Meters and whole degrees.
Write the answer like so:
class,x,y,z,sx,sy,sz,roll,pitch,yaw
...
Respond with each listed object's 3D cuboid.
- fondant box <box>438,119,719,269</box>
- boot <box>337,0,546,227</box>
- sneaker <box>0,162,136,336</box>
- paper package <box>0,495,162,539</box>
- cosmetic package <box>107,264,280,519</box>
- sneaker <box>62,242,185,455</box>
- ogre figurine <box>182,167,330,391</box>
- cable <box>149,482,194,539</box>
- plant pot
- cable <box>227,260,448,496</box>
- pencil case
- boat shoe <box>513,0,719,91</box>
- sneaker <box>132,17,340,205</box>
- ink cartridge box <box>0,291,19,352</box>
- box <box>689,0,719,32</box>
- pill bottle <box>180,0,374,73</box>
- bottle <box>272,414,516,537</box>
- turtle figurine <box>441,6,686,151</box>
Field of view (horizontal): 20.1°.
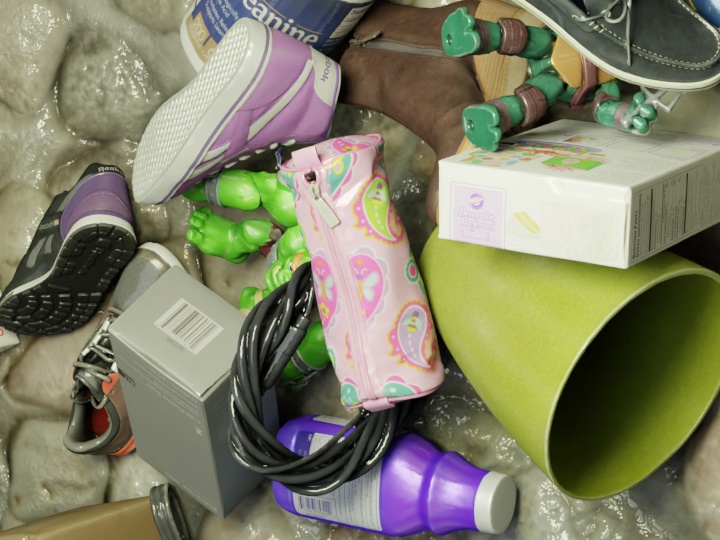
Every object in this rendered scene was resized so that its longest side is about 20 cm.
class,x,y,z,sx,sy,sz,roll,pitch,yaw
fondant box,0.162,-0.058,1.425,0.143,0.200,0.059,10,106,30
boot,0.048,-0.118,1.526,0.165,0.072,0.201,8,62,34
sneaker,-0.253,-0.018,1.772,0.200,0.075,0.088,-40,42,40
paper package,-0.231,0.298,1.712,0.103,0.200,0.192,-12,90,31
cosmetic package,-0.129,0.100,1.630,0.107,0.090,0.201,33,150,24
sneaker,-0.203,0.075,1.733,0.077,0.082,0.201,25,109,26
ogre figurine,-0.061,-0.007,1.628,0.119,0.098,0.201,-19,84,36
cable,-0.125,0.269,1.707,0.050,0.097,0.201,-10,94,16
plant pot,0.139,0.034,1.484,0.200,0.186,0.188,38,115,40
cable,-0.023,0.076,1.553,0.051,0.200,0.164,15,137,54
pencil case,0.000,0.000,1.488,0.087,0.087,0.201,-10,100,31
boat shoe,0.166,-0.187,1.377,0.199,0.075,0.062,32,154,0
sneaker,-0.090,-0.102,1.564,0.200,0.114,0.073,-41,44,40
ink cartridge box,-0.380,0.029,1.815,0.067,0.116,0.201,-24,85,31
box,0.237,-0.261,1.434,0.070,0.064,0.201,-34,78,30
pill bottle,-0.045,-0.225,1.565,0.111,0.111,0.200,53,128,14
bottle,0.026,0.168,1.618,0.199,0.065,0.084,7,101,30
turtle figurine,0.160,-0.153,1.444,0.151,0.199,0.101,67,155,15
